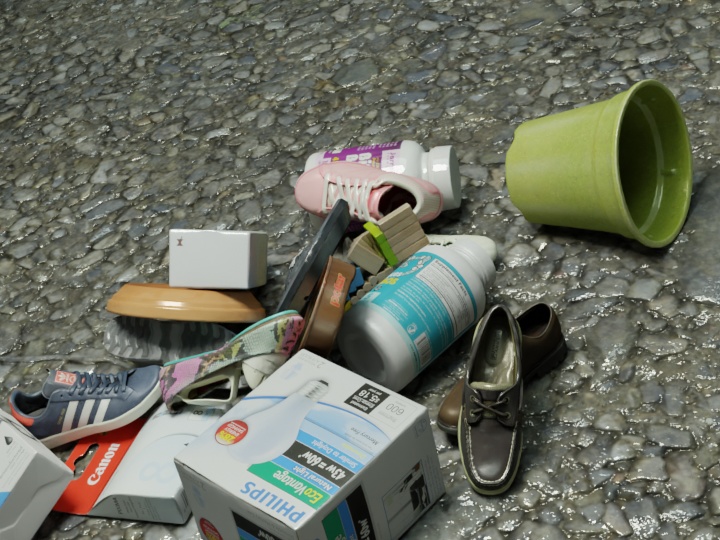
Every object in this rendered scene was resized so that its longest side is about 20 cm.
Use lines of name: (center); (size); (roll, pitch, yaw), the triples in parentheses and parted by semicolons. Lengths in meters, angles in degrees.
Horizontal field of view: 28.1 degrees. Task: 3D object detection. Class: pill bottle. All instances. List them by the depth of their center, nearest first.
pill bottle: (0.072, 0.045, 1.693); (0.110, 0.112, 0.199); (21, 49, 41)
pill bottle: (0.032, -0.114, 1.925); (0.197, 0.113, 0.113); (-7, 36, 14)

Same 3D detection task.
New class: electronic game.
electronic game: (-0.067, 0.002, 1.757); (0.041, 0.201, 0.201); (29, 45, 0)

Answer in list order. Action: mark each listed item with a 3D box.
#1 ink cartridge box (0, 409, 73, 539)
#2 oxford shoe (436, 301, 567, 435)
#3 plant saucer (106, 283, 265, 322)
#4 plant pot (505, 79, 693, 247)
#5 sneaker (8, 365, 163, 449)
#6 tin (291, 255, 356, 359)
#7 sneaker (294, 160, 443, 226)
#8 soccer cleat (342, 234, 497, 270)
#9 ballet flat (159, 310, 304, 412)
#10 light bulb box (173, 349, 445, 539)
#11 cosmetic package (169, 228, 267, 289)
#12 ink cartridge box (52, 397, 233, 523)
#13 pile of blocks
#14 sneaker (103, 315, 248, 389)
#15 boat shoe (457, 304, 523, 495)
ink cartridge box: (-0.428, 0.227, 1.648); (0.199, 0.067, 0.117); (27, 81, 45)
oxford shoe: (0.150, 0.104, 1.605); (0.072, 0.085, 0.200); (20, 51, 38)
plant saucer: (-0.215, 0.039, 1.784); (0.197, 0.038, 0.200); (4, 2, 0)
plant pot: (0.288, -0.128, 1.795); (0.182, 0.202, 0.201); (-1, 36, 39)
sneaker: (-0.329, 0.146, 1.711); (0.198, 0.085, 0.075); (-23, 28, 9)
tin: (-0.045, 0.061, 1.642); (0.041, 0.200, 0.113); (15, 62, -5)
sneaker: (0.001, -0.096, 1.824); (0.197, 0.077, 0.105); (7, 7, 15)
soccer cleat: (0.073, -0.020, 1.810); (0.197, 0.078, 0.070); (-9, 35, 10)
ballet flat: (-0.143, 0.113, 1.639); (0.198, 0.069, 0.072); (-23, 63, 20)
light bulb box: (-0.052, 0.214, 1.499); (0.197, 0.126, 0.200); (21, 48, 40)
cosmetic package: (-0.176, -0.015, 1.811); (0.100, 0.072, 0.200); (2, 1, 3)
ink cartridge box: (-0.260, 0.211, 1.655); (0.197, 0.048, 0.161); (2, 39, 22)
pile of blocks: (0.000, 0.000, 1.757); (0.201, 0.082, 0.062); (-55, 27, 4)
sneaker: (-0.212, 0.097, 1.770); (0.197, 0.082, 0.076); (16, 82, 14)
boat shoe: (0.136, 0.133, 1.521); (0.072, 0.065, 0.203); (-2, 68, 10)
